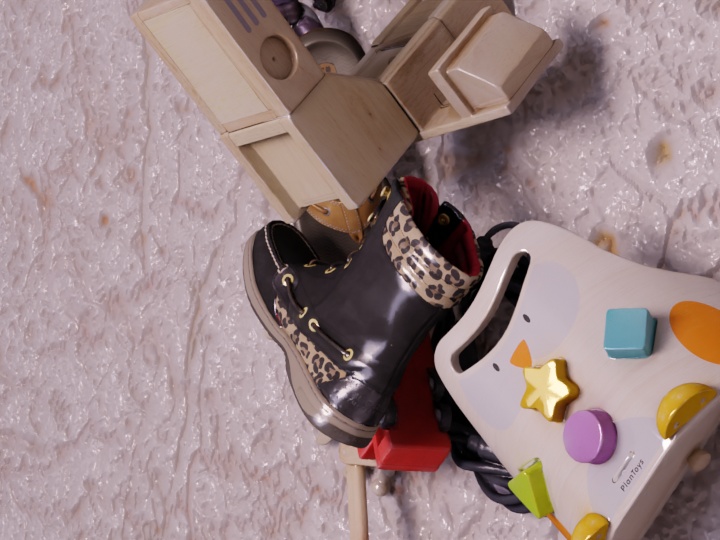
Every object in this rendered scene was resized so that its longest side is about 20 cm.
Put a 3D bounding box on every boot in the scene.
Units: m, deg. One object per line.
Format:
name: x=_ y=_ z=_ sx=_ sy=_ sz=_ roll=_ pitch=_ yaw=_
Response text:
boot: x=0.000 y=0.000 z=1.403 sx=0.151 sy=0.073 sz=0.200 roll=-53 pitch=36 yaw=25

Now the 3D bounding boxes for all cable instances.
cable: x=0.103 y=0.080 z=1.404 sx=0.163 sy=0.051 sz=0.200 roll=-54 pitch=50 yaw=36

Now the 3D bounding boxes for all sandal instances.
sandal: x=-0.011 y=-0.070 z=1.502 sx=0.055 sy=0.081 sz=0.201 roll=-104 pitch=7 yaw=-81

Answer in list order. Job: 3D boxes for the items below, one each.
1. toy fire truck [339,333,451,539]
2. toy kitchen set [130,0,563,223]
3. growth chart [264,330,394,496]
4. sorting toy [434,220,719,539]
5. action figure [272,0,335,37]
toy fire truck: x=0.013 y=0.117 z=1.474 sx=0.141 sy=0.048 sz=0.201 roll=120 pitch=147 yaw=-48
toy kitchen set: x=0.006 y=-0.167 z=1.366 sx=0.163 sy=0.200 sz=0.181 roll=-11 pitch=123 yaw=51
growth chart: x=-0.013 y=0.059 z=1.579 sx=0.200 sy=0.018 sz=0.145 roll=50 pitch=127 yaw=40
sorting toy: x=0.129 y=0.068 z=1.286 sx=0.180 sy=0.107 sz=0.201 roll=43 pitch=117 yaw=28
action figure: x=-0.057 y=-0.181 z=1.560 sx=0.069 sy=0.130 sz=0.201 roll=142 pitch=108 yaw=-73
